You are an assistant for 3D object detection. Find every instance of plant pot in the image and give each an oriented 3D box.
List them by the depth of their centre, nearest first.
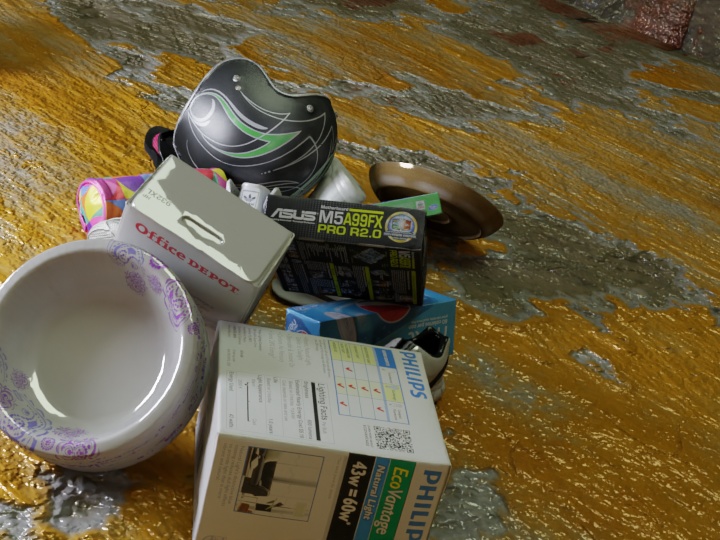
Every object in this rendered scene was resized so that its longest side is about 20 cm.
[{"bbox_3d":[0.099,-0.089,1.678,0.199,0.028,0.200,23,-13,6],"label":"plant pot"}]

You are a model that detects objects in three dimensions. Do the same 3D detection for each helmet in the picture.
[{"bbox_3d":[-0.133,-0.175,1.647,0.190,0.200,0.200,36,29,9],"label":"helmet"}]

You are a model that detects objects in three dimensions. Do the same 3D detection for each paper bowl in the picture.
[{"bbox_3d":[-0.235,0.081,1.100,0.200,0.201,0.104,20,-16,13],"label":"paper bowl"}]

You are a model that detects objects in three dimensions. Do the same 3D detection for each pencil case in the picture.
[{"bbox_3d":[-0.254,-0.080,1.524,0.199,0.089,0.088,-6,32,-40],"label":"pencil case"}]

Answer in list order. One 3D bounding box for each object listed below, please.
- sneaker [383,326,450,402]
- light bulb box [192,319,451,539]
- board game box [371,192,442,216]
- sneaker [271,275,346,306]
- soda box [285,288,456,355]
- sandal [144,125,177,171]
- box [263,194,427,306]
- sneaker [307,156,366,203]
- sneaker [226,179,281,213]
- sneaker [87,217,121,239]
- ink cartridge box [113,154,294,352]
[{"bbox_3d":[0.023,0.111,1.276,0.074,0.080,0.200,31,31,28],"label":"sneaker"},{"bbox_3d":[-0.041,0.155,1.092,0.199,0.125,0.198,10,25,-11],"label":"light bulb box"},{"bbox_3d":[-0.003,-0.065,1.544,0.199,0.029,0.135,-10,0,-3],"label":"board game box"},{"bbox_3d":[0.000,0.000,1.447,0.200,0.116,0.076,15,25,1],"label":"sneaker"},{"bbox_3d":[0.013,0.068,1.355,0.199,0.068,0.064,-8,17,-40],"label":"soda box"},{"bbox_3d":[-0.265,-0.169,1.740,0.075,0.045,0.200,6,26,-18],"label":"sandal"},{"bbox_3d":[-0.011,-0.018,1.264,0.159,0.044,0.200,5,-17,6],"label":"box"},{"bbox_3d":[-0.044,-0.103,1.702,0.075,0.088,0.200,49,5,-5],"label":"sneaker"},{"bbox_3d":[-0.145,-0.046,1.406,0.075,0.115,0.200,10,3,12],"label":"sneaker"},{"bbox_3d":[-0.257,0.001,1.354,0.082,0.078,0.200,-8,33,-36],"label":"sneaker"},{"bbox_3d":[-0.169,0.006,1.195,0.145,0.200,0.084,33,49,0],"label":"ink cartridge box"}]
